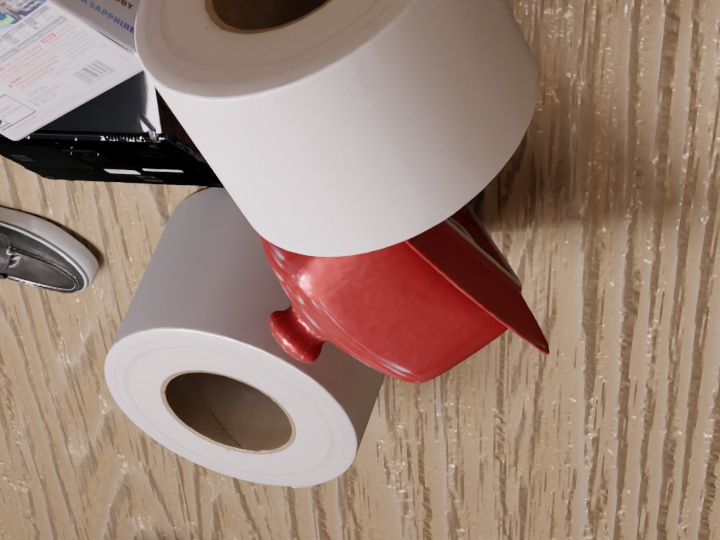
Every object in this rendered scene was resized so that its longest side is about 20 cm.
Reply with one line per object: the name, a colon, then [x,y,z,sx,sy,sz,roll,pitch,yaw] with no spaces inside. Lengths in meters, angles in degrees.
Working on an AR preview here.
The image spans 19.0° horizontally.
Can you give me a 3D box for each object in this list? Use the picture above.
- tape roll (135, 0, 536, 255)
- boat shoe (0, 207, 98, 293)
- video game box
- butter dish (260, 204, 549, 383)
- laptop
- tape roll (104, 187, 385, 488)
tape roll: [-0.013,-0.129,1.264,0.202,0.203,0.139,-1,141,30]
boat shoe: [-0.310,-0.020,1.726,0.199,0.057,0.069,22,147,-1]
video game box: [-0.247,-0.166,1.379,0.182,0.047,0.200,29,154,-27]
butter dish: [0.000,0.000,1.433,0.148,0.200,0.200,-45,118,9]
laptop: [-0.195,-0.135,1.544,0.176,0.104,0.200,4,169,25]
tape roll: [-0.076,0.051,1.625,0.202,0.140,0.203,15,145,10]
